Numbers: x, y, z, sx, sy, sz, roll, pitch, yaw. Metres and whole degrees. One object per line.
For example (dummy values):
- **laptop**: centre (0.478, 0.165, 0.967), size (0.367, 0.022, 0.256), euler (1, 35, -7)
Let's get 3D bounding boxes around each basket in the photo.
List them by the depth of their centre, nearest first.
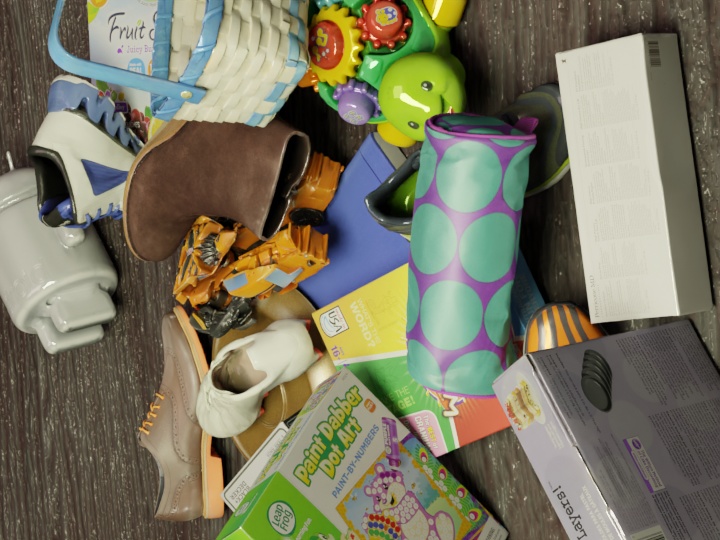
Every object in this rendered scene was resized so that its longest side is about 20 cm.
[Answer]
- **basket**: centre (-0.142, -0.202, 1.457), size (0.139, 0.198, 0.178), euler (-43, 35, 47)

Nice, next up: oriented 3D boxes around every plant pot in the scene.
- **plant pot**: centre (-0.078, 0.106, 1.652), size (0.199, 0.027, 0.202), euler (25, 122, 47)

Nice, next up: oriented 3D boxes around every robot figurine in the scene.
- **robot figurine**: centre (-0.095, -0.025, 1.609), size (0.199, 0.058, 0.146), euler (-26, 47, 45)
- **robot figurine**: centre (-0.313, -0.019, 1.836), size (0.201, 0.112, 0.170), euler (60, 138, 21)

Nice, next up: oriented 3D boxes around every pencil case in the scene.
- **pencil case**: centre (0.083, -0.013, 1.374), size (0.085, 0.092, 0.202), euler (27, 116, 60)

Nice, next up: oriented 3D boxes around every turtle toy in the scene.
- **turtle toy**: centre (0.018, -0.171, 1.487), size (0.200, 0.100, 0.147), euler (38, 121, 35)

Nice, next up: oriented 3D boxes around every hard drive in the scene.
- **hard drive**: centre (0.000, 0.000, 1.584), size (0.132, 0.025, 0.201), euler (55, 130, 25)

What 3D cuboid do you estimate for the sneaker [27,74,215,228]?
- **sneaker**: centre (-0.232, -0.070, 1.681), size (0.080, 0.199, 0.116), euler (-1, 53, 51)

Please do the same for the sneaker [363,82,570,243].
- **sneaker**: centre (0.088, -0.079, 1.434), size (0.199, 0.081, 0.074), euler (-36, 71, 29)

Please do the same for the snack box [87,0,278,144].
- **snack box**: centre (-0.164, -0.200, 1.691), size (0.199, 0.067, 0.171), euler (5, 100, 43)

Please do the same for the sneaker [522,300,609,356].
- **sneaker**: centre (0.171, 0.123, 1.353), size (0.077, 0.112, 0.202), euler (-17, 96, 5)

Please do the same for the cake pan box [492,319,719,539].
- **cake pan box**: centre (0.206, 0.138, 1.284), size (0.052, 0.183, 0.201), euler (-46, 65, 43)

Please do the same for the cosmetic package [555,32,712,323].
- **cosmetic package**: centre (0.200, -0.066, 1.354), size (0.082, 0.050, 0.202), euler (-7, 91, 43)

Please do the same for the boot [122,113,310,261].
- **boot**: centre (-0.125, -0.065, 1.564), size (0.166, 0.072, 0.202), euler (45, 118, 45)

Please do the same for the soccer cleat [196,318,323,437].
- **soccer cleat**: centre (-0.107, 0.094, 1.598), size (0.200, 0.077, 0.070), euler (-41, 70, 52)

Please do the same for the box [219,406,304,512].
- **box**: centre (-0.013, 0.222, 1.568), size (0.200, 0.060, 0.117), euler (47, 127, 10)

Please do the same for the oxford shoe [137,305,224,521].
- **oxford shoe**: centre (-0.173, 0.135, 1.729), size (0.071, 0.072, 0.202), euler (176, 87, -79)

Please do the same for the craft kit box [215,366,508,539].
- **craft kit box**: centre (0.006, 0.207, 1.435), size (0.197, 0.200, 0.048), euler (43, 132, -8)

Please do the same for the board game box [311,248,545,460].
- **board game box**: centre (0.067, 0.064, 1.492), size (0.199, 0.040, 0.154), euler (-29, 85, 41)
